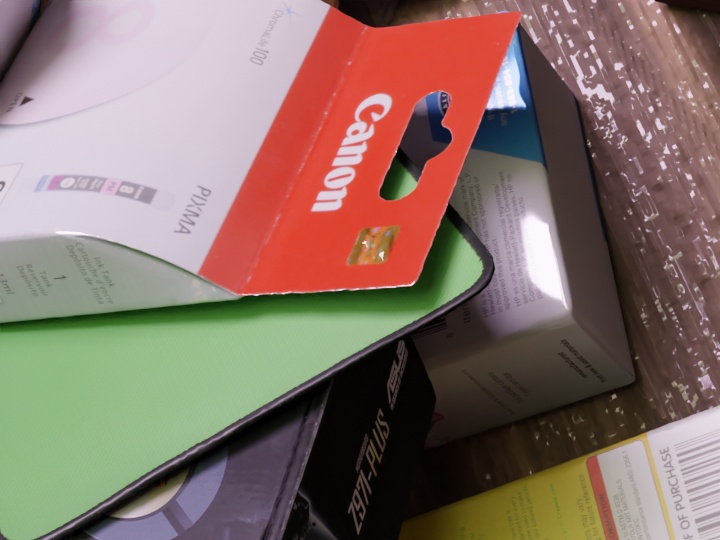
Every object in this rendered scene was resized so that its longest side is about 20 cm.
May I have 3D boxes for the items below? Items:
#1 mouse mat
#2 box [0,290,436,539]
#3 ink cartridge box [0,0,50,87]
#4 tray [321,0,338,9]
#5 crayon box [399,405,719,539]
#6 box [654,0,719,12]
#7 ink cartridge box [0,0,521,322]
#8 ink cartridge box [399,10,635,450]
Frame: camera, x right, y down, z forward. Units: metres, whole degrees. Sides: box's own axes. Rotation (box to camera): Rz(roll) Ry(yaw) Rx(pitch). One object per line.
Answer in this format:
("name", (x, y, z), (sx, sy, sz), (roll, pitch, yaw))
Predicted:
("mouse mat", (-0.064, 0.011, 0.819), (0.199, 0.008, 0.161), (-29, 38, -7))
("box", (-0.090, 0.082, 0.827), (0.198, 0.087, 0.165), (-3, 44, 23))
("ink cartridge box", (-0.210, -0.095, 0.939), (0.145, 0.200, 0.147), (17, 93, 5))
("tray", (-0.059, -0.096, 0.959), (0.098, 0.037, 0.201), (-14, 52, 23))
("crayon box", (0.087, 0.143, 0.882), (0.199, 0.051, 0.128), (-21, 66, 19))
("box", (0.191, -0.216, 0.879), (0.163, 0.166, 0.202), (14, 80, 29))
("ink cartridge box", (-0.055, -0.056, 0.846), (0.198, 0.057, 0.163), (-9, 39, 29))
("ink cartridge box", (0.000, 0.000, 0.949), (0.198, 0.085, 0.146), (-18, 62, 18))
